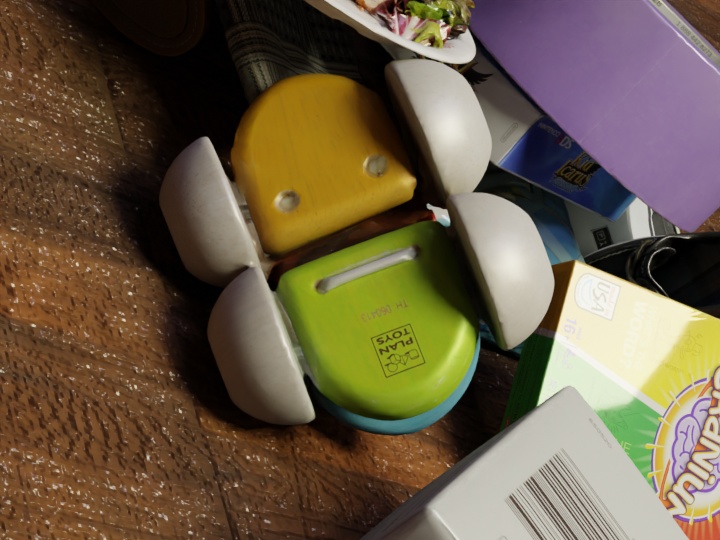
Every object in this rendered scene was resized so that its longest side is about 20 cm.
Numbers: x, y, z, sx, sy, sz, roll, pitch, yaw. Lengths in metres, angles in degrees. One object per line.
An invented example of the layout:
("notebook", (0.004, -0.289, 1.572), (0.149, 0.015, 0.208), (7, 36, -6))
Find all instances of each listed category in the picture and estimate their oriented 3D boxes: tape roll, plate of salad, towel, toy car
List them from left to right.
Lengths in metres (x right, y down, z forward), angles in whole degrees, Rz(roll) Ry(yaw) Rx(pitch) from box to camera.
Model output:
("towel", (-0.043, -0.161, 1.272), (0.200, 0.034, 0.193), (20, 50, -69))
("plate of salad", (-0.012, -0.183, 1.169), (0.200, 0.048, 0.200), (33, 19, -13))
("toy car", (0.000, 0.000, 1.135), (0.150, 0.174, 0.200), (76, -8, -61))
("tape roll", (0.155, -0.121, 1.273), (0.200, 0.085, 0.200), (42, 13, -12))

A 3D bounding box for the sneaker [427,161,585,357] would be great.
("sneaker", (0.070, -0.029, 1.325), (0.200, 0.079, 0.131), (33, 34, -48))

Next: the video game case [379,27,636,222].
("video game case", (0.078, -0.120, 1.329), (0.181, 0.045, 0.200), (47, 13, 24))

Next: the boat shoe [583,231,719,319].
("boat shoe", (0.201, 0.005, 1.348), (0.066, 0.199, 0.070), (29, 69, -48))

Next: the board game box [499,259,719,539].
("board game box", (0.179, 0.100, 1.232), (0.199, 0.040, 0.154), (21, 75, -19))

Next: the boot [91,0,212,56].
("boot", (-0.118, -0.210, 1.284), (0.200, 0.077, 0.155), (52, 23, 17))

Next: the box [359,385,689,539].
("box", (0.081, 0.191, 1.022), (0.200, 0.131, 0.199), (54, 28, 4))

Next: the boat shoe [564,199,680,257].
("boat shoe", (0.184, -0.038, 1.452), (0.068, 0.073, 0.200), (-17, 88, -49))
